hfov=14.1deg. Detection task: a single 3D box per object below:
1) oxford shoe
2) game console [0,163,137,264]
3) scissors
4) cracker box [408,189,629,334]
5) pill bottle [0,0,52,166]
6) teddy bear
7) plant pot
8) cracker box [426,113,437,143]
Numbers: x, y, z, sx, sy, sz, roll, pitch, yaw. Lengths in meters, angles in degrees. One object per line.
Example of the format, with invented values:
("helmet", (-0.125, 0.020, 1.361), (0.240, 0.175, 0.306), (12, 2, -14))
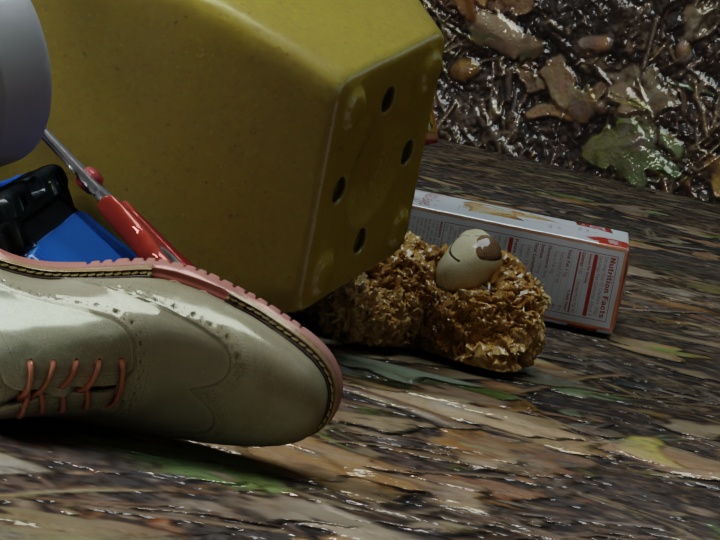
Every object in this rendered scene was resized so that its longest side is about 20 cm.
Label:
("oxford shoe", (-0.107, 0.035, 1.048), (0.200, 0.071, 0.074), (12, 31, 1))
("game console", (-0.147, 0.025, 1.217), (0.170, 0.119, 0.200), (-20, 5, 2))
("scissors", (-0.112, -0.033, 1.269), (0.200, 0.014, 0.073), (46, 6, 5))
("cracker box", (0.065, -0.013, 1.798), (0.200, 0.058, 0.134), (12, 6, 3))
("pill bottle", (-0.229, -0.064, 1.149), (0.200, 0.114, 0.114), (-20, 25, -38))
("teddy bear", (0.000, 0.000, 1.499), (0.200, 0.067, 0.145), (14, 9, 33))
("plant pot", (-0.076, -0.079, 1.378), (0.200, 0.196, 0.194), (20, 24, 21))
("cracker box", (-0.065, -0.090, 1.889), (0.200, 0.058, 0.134), (-11, -2, 19))
